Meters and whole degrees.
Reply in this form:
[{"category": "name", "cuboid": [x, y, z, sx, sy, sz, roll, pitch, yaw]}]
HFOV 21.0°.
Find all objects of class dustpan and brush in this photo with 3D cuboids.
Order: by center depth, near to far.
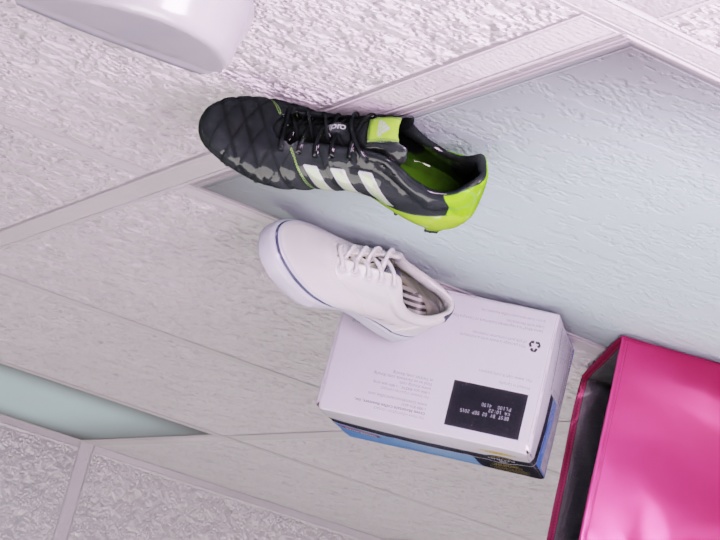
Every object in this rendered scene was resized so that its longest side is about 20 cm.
[{"category": "dustpan and brush", "cuboid": [-0.107, -0.166, 1.102, 0.139, 0.058, 0.200, 19, 173, -22]}]

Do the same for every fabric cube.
[{"category": "fabric cube", "cuboid": [0.296, 0.193, 1.792, 0.198, 0.198, 0.200, 13, 166, -2]}]

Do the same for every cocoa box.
[{"category": "cocoa box", "cuboid": [0.081, 0.097, 1.767, 0.198, 0.134, 0.131, 11, 167, 16]}]

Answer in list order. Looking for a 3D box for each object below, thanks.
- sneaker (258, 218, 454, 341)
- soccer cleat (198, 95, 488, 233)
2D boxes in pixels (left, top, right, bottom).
[{"category": "sneaker", "cuboid": [0.000, 0.000, 1.638, 0.071, 0.074, 0.199, -24, 147, 36]}, {"category": "soccer cleat", "cuboid": [-0.009, -0.083, 1.307, 0.199, 0.068, 0.081, 17, 149, -10]}]
